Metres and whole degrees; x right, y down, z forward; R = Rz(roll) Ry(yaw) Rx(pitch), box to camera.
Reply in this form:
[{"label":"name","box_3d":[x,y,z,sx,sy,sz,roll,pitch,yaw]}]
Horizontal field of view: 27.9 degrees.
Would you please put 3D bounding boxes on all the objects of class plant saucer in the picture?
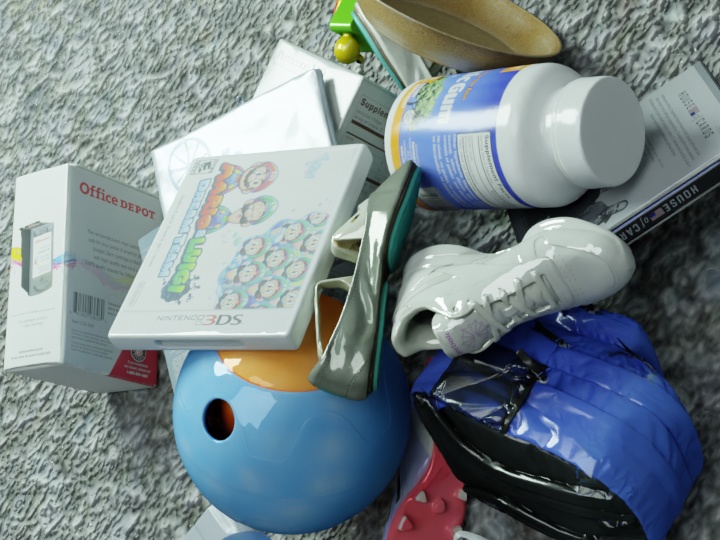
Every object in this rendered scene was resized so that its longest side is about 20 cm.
[{"label":"plant saucer","box_3d":[0.076,-0.213,1.245,0.200,0.199,0.036,40,121,35]}]

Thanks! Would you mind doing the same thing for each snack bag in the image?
[{"label":"snack bag","box_3d":[-0.092,-0.064,1.280,0.198,0.021,0.191,-25,67,24]}]

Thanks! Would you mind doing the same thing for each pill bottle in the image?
[{"label":"pill bottle","box_3d":[0.122,-0.105,1.151,0.199,0.111,0.114,0,78,48]}]

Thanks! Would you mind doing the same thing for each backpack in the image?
[{"label":"backpack","box_3d":[0.164,0.113,1.110,0.199,0.163,0.169,25,73,39]}]

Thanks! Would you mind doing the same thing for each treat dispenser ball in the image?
[{"label":"treat dispenser ball","box_3d":[-0.057,0.117,1.209,0.199,0.200,0.204,-10,73,33]}]

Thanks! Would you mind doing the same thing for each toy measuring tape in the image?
[{"label":"toy measuring tape","box_3d":[0.026,-0.271,1.383,0.073,0.074,0.201,7,60,36]}]

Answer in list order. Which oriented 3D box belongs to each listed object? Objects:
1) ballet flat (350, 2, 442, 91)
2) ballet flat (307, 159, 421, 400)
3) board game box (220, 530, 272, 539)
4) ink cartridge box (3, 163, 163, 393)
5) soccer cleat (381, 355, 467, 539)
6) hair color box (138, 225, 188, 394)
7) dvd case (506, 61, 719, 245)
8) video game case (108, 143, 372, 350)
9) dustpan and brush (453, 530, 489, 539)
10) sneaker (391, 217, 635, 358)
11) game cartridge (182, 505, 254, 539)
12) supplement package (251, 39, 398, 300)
[{"label":"ballet flat","box_3d":[0.067,-0.162,1.284,0.069,0.069,0.201,-31,90,25]},{"label":"ballet flat","box_3d":[0.000,0.000,1.119,0.063,0.068,0.202,10,69,6]},{"label":"board game box","box_3d":[-0.045,0.299,1.250,0.199,0.039,0.159,37,134,14]},{"label":"ink cartridge box","box_3d":[-0.275,0.012,1.458,0.085,0.147,0.203,-11,71,31]},{"label":"soccer cleat","box_3d":[0.058,0.170,1.242,0.076,0.066,0.202,-156,80,-69]},{"label":"hair color box","box_3d":[-0.140,0.056,1.380,0.060,0.099,0.202,-29,63,25]},{"label":"dvd case","box_3d":[0.209,-0.075,1.148,0.199,0.025,0.151,-34,26,15]},{"label":"video game case","box_3d":[-0.098,-0.020,1.196,0.180,0.024,0.201,-2,50,31]},{"label":"dustpan and brush","box_3d":[0.156,0.256,1.094,0.198,0.057,0.141,25,117,3]},{"label":"sneaker","box_3d":[0.108,0.023,1.059,0.198,0.075,0.100,-14,36,36]},{"label":"game cartridge","box_3d":[-0.148,0.328,1.357,0.133,0.041,0.201,46,106,30]},{"label":"supplement package","box_3d":[-0.047,-0.089,1.340,0.116,0.117,0.202,28,95,37]}]
